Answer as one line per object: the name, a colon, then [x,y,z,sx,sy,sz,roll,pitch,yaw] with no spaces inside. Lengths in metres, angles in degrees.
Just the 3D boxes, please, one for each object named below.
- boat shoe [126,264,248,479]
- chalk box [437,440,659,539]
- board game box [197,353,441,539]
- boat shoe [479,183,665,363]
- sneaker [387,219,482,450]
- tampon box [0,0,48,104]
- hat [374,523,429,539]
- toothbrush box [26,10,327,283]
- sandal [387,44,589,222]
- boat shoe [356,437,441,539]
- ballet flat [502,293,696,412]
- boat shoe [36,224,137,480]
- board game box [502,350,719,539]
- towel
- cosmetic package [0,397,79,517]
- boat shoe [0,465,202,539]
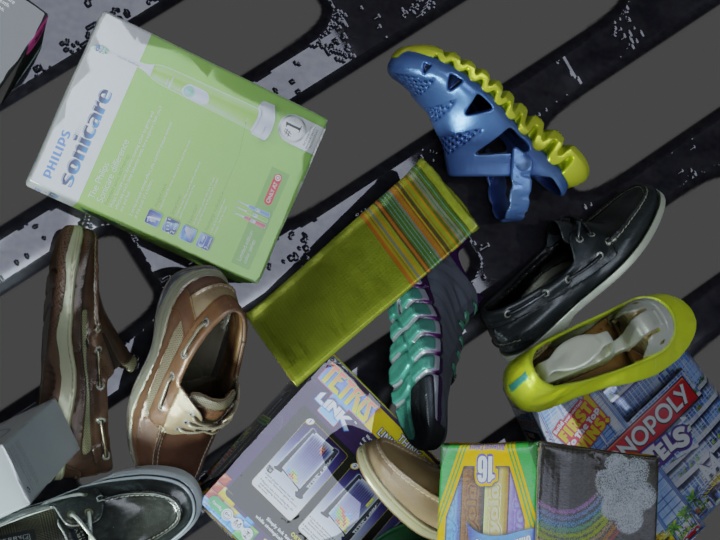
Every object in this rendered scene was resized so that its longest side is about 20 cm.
boat shoe: [-0.134,0.098,1.274,0.075,0.072,0.202,-9,122,-36]
chalk box: [0.137,0.233,1.209,0.123,0.123,0.202,10,80,-33]
board game box: [-0.017,0.194,1.344,0.200,0.057,0.165,46,78,-11]
boat shoe: [0.178,-0.012,1.386,0.199,0.074,0.066,-44,111,-1]
sneaker: [0.070,0.049,1.339,0.087,0.074,0.202,3,69,-23]
tampon box: [-0.342,-0.137,1.215,0.126,0.150,0.201,35,82,-11]
hat: [0.095,0.303,1.248,0.165,0.176,0.201,-33,107,-25]
toothbrush box: [-0.148,-0.095,1.297,0.198,0.086,0.147,24,84,-14]
sandal: [0.100,-0.113,1.367,0.199,0.079,0.087,38,84,-9]
boat shoe: [0.085,0.183,1.299,0.199,0.071,0.065,33,113,-21]
ballet flat: [0.210,0.063,1.348,0.198,0.067,0.067,-21,69,-22]
boat shoe: [-0.216,0.066,1.290,0.074,0.075,0.205,4,100,-17]
board game box: [0.228,0.146,1.404,0.200,0.062,0.200,-41,100,-11]
towel: [0.000,0.000,1.322,0.200,0.018,0.086,-41,55,3]
cosmetic package: [-0.319,0.171,1.191,0.198,0.151,0.052,-25,94,6]
boat shoe: [-0.220,0.208,1.262,0.198,0.071,0.073,-16,98,2]
